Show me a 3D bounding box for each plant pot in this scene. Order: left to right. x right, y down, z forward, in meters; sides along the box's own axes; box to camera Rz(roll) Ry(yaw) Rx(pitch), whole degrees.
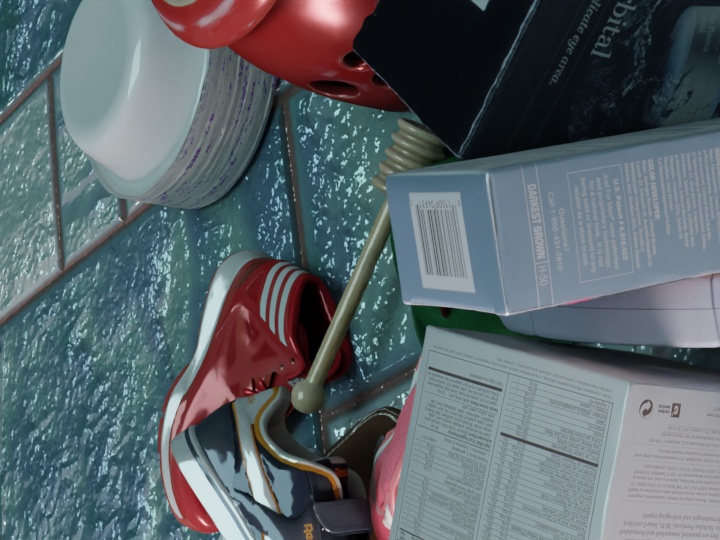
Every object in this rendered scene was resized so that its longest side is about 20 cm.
[{"bbox_3d":[-0.028,-0.210,1.067,0.200,0.182,0.201,-13,74,54],"label":"plant pot"}]

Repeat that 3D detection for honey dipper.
[{"bbox_3d":[0.000,0.000,1.082,0.038,0.038,0.200,38,106,51],"label":"honey dipper"}]

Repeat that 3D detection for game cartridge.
[{"bbox_3d":[0.162,0.006,0.796,0.200,0.133,0.042,1,105,55],"label":"game cartridge"}]

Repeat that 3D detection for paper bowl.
[{"bbox_3d":[-0.157,-0.151,1.296,0.201,0.104,0.201,-14,73,53],"label":"paper bowl"}]

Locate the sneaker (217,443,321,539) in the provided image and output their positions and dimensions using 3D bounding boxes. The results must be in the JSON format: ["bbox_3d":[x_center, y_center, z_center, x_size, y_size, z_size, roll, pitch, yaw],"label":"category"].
[{"bbox_3d":[-0.067,0.212,1.107,0.071,0.073,0.200,1,71,16],"label":"sneaker"}]

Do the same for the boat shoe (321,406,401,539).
[{"bbox_3d":[-0.030,0.167,1.030,0.076,0.072,0.200,31,82,29],"label":"boat shoe"}]

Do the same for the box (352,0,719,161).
[{"bbox_3d":[0.137,-0.145,0.804,0.117,0.200,0.197,52,124,46],"label":"box"}]

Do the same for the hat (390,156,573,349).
[{"bbox_3d":[0.025,-0.023,0.952,0.200,0.176,0.166,-44,49,40],"label":"hat"}]

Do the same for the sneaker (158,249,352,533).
[{"bbox_3d":[-0.072,0.089,1.150,0.115,0.078,0.200,13,95,56],"label":"sneaker"}]

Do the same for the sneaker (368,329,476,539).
[{"bbox_3d":[0.033,0.120,0.939,0.200,0.074,0.087,101,-167,-47],"label":"sneaker"}]

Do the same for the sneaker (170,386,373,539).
[{"bbox_3d":[-0.024,0.156,0.956,0.079,0.078,0.200,-35,78,4],"label":"sneaker"}]

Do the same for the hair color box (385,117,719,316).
[{"bbox_3d":[0.123,-0.029,0.727,0.099,0.200,0.061,-174,74,-67],"label":"hair color box"}]

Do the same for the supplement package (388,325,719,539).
[{"bbox_3d":[0.114,0.142,0.816,0.151,0.152,0.200,13,94,54],"label":"supplement package"}]
